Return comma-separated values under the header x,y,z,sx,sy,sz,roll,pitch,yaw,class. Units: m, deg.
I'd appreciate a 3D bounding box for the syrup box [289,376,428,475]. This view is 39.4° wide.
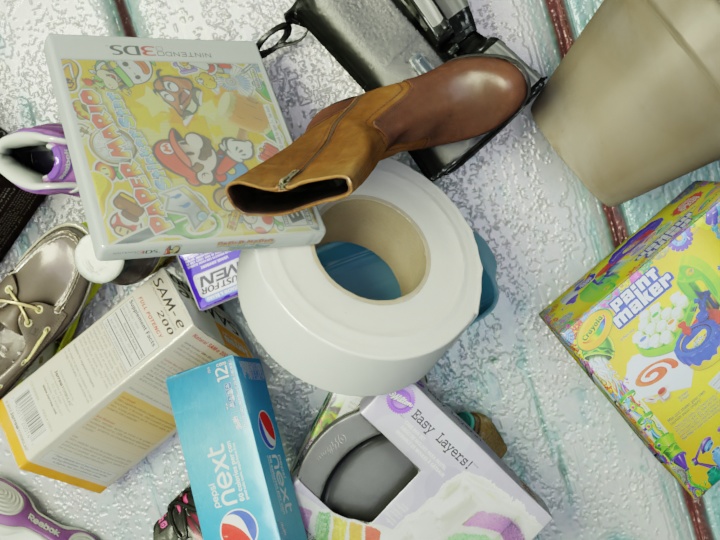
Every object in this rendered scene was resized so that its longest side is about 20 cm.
x,y,z,sx,sy,sz,roll,pitch,yaw,class
-0.013,0.171,0.949,0.081,0.079,0.202,25,95,-2,syrup box

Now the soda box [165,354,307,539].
x,y,z,sx,sy,sz,roll,pitch,yaw,class
-0.099,0.177,0.841,0.067,0.064,0.202,-19,77,13,soda box

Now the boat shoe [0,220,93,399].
x,y,z,sx,sy,sz,roll,pitch,yaw,class
-0.301,0.045,0.880,0.072,0.060,0.201,38,97,-1,boat shoe

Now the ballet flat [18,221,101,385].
x,y,z,sx,sy,sz,roll,pitch,yaw,class
-0.297,0.043,0.944,0.066,0.067,0.201,31,95,-1,ballet flat

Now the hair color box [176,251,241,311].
x,y,z,sx,sy,sz,roll,pitch,yaw,class
-0.148,-0.073,0.911,0.064,0.109,0.202,-20,96,3,hair color box

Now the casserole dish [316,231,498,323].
x,y,z,sx,sy,sz,roll,pitch,yaw,class
0.032,0.019,0.916,0.198,0.039,0.122,-20,67,-21,casserole dish

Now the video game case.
x,y,z,sx,sy,sz,roll,pitch,yaw,class
-0.137,-0.102,0.788,0.180,0.023,0.202,-5,61,-31,video game case

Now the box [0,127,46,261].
x,y,z,sx,sy,sz,roll,pitch,yaw,class
-0.396,-0.066,0.867,0.165,0.200,0.165,36,94,-3,box

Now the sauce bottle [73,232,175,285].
x,y,z,sx,sy,sz,roll,pitch,yaw,class
-0.202,-0.021,0.871,0.065,0.200,0.067,0,97,2,sauce bottle

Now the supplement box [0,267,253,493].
x,y,z,sx,sy,sz,roll,pitch,yaw,class
-0.210,0.104,0.914,0.199,0.126,0.074,-38,59,3,supplement box

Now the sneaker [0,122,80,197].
x,y,z,sx,sy,sz,roll,pitch,yaw,class
-0.192,-0.076,0.801,0.198,0.114,0.074,6,98,6,sneaker

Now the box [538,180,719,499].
x,y,z,sx,sy,sz,roll,pitch,yaw,class
0.305,0.056,0.915,0.200,0.122,0.193,-40,94,4,box

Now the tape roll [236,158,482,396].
x,y,z,sx,sy,sz,roll,pitch,yaw,class
0.000,0.000,0.843,0.200,0.071,0.204,10,55,-15,tape roll

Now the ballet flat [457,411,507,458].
x,y,z,sx,sy,sz,roll,pitch,yaw,class
0.073,0.229,0.970,0.072,0.068,0.201,35,91,-22,ballet flat

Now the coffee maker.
x,y,z,sx,sy,sz,roll,pitch,yaw,class
0.036,-0.180,0.904,0.192,0.135,0.201,-37,93,29,coffee maker

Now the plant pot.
x,y,z,sx,sy,sz,roll,pitch,yaw,class
0.249,-0.154,0.874,0.173,0.200,0.200,-40,94,19,plant pot

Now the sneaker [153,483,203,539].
x,y,z,sx,sy,sz,roll,pitch,yaw,class
-0.153,0.238,0.958,0.083,0.077,0.202,13,94,-5,sneaker

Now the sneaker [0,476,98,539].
x,y,z,sx,sy,sz,roll,pitch,yaw,class
-0.317,0.284,0.977,0.200,0.075,0.100,40,113,-3,sneaker

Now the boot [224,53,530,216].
x,y,z,sx,sy,sz,roll,pitch,yaw,class
0.019,-0.104,0.749,0.186,0.200,0.069,-2,111,23,boot

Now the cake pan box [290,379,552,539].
x,y,z,sx,sy,sz,roll,pitch,yaw,class
0.037,0.209,0.889,0.200,0.052,0.184,45,92,-3,cake pan box
